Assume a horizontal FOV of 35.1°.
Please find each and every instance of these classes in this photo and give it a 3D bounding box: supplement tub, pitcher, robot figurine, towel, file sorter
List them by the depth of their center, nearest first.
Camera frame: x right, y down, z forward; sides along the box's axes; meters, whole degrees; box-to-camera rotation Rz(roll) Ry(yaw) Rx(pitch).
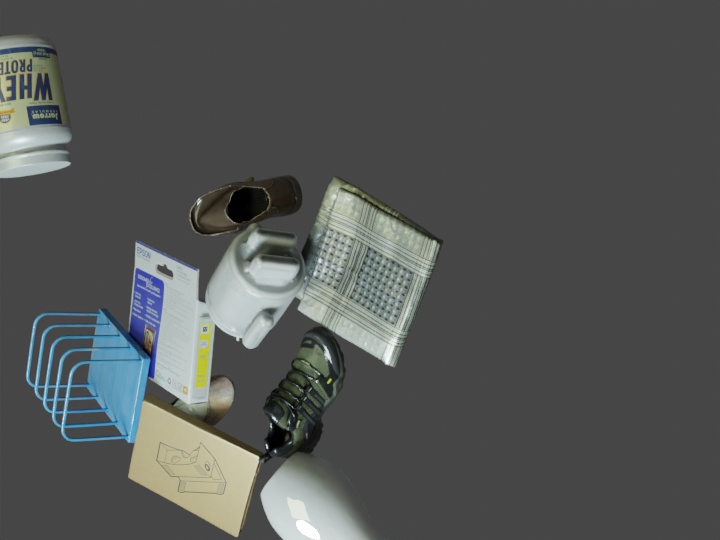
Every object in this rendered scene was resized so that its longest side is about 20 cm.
[{"bbox_3d":[0.000,0.000,1.535,0.199,0.034,0.194,32,113,28],"label":"towel"},{"bbox_3d":[-0.147,0.019,1.575,0.200,0.112,0.171,127,146,-50],"label":"robot figurine"},{"bbox_3d":[-0.049,0.362,1.579,0.200,0.121,0.172,41,133,11],"label":"pitcher"},{"bbox_3d":[-0.424,0.161,1.757,0.200,0.122,0.140,34,116,51],"label":"file sorter"},{"bbox_3d":[-0.538,-0.258,1.805,0.144,0.144,0.203,-11,90,35],"label":"supplement tub"}]

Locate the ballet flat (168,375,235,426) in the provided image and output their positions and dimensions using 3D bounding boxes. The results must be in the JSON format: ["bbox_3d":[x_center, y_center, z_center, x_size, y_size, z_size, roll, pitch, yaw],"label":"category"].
[{"bbox_3d":[-0.269,0.223,1.731,0.199,0.067,0.069,-38,75,32],"label":"ballet flat"}]

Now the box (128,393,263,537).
[{"bbox_3d":[-0.249,0.291,1.703,0.198,0.021,0.165,25,123,13],"label":"box"}]

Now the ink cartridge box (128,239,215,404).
[{"bbox_3d":[-0.283,0.073,1.707,0.197,0.047,0.203,21,106,49],"label":"ink cartridge box"}]

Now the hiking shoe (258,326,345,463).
[{"bbox_3d":[-0.084,0.176,1.576,0.075,0.100,0.202,23,109,28],"label":"hiking shoe"}]

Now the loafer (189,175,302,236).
[{"bbox_3d":[-0.177,-0.095,1.622,0.198,0.071,0.074,-17,87,35],"label":"loafer"}]
